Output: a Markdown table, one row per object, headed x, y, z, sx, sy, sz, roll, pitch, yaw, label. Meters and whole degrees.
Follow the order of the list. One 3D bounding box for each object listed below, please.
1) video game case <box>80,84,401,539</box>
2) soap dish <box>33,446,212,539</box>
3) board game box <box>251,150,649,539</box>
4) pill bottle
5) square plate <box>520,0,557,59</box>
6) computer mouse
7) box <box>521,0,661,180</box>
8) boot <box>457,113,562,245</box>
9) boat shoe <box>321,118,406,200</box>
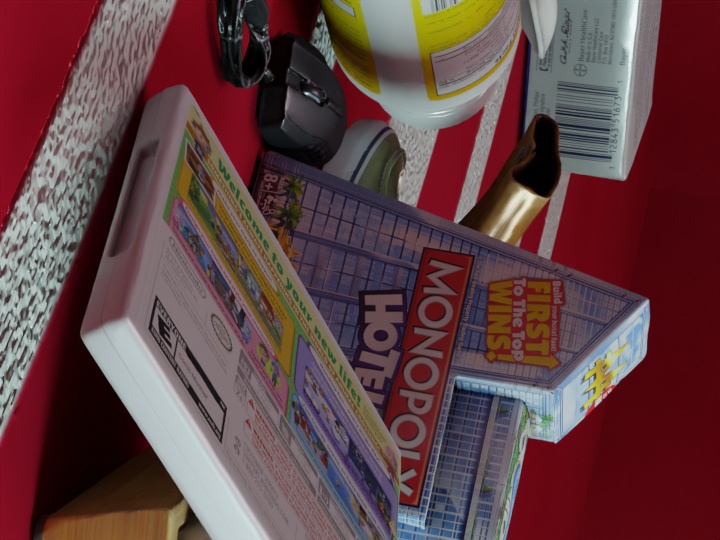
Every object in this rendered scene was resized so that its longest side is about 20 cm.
| x | y | z | sx | sy | sz | roll | pitch | yaw | label |
| --- | --- | --- | --- | --- | --- | --- | --- | --- | --- |
| -0.038 | 0.051 | 0.837 | 0.200 | 0.022 | 0.182 | 60 | 17 | -25 | video game case |
| -0.078 | 0.168 | 0.878 | 0.157 | 0.081 | 0.201 | -34 | 132 | -75 | soap dish |
| 0.030 | 0.056 | 1.035 | 0.062 | 0.199 | 0.201 | 79 | 21 | -61 | board game box |
| 0.029 | -0.149 | 1.129 | 0.200 | 0.104 | 0.105 | 74 | 27 | -66 | pill bottle |
| 0.062 | -0.240 | 1.162 | 0.200 | 0.028 | 0.199 | 74 | -6 | -67 | square plate |
| -0.033 | -0.095 | 1.034 | 0.200 | 0.034 | 0.059 | 54 | 46 | -74 | computer mouse |
| 0.221 | -0.212 | 2.062 | 0.200 | 0.104 | 0.185 | -60 | 156 | -60 | box |
| 0.050 | -0.007 | 1.255 | 0.201 | 0.068 | 0.188 | -62 | 178 | 22 | boot |
| 0.000 | 0.000 | 1.200 | 0.072 | 0.062 | 0.201 | 85 | 18 | -51 | boat shoe |
